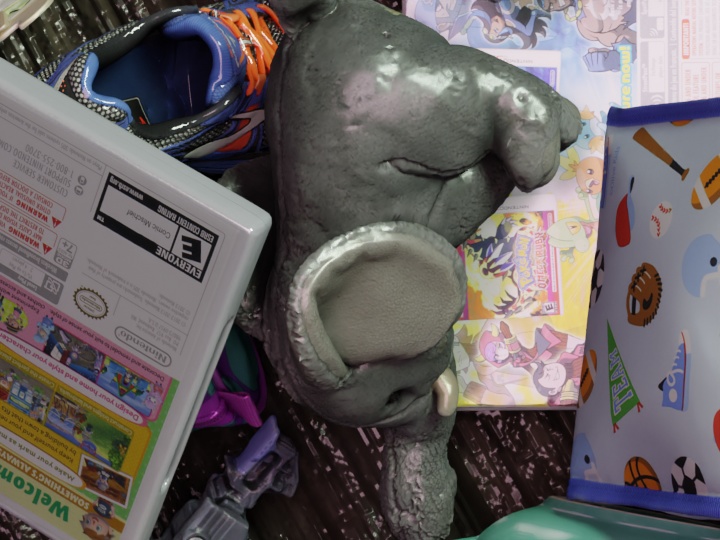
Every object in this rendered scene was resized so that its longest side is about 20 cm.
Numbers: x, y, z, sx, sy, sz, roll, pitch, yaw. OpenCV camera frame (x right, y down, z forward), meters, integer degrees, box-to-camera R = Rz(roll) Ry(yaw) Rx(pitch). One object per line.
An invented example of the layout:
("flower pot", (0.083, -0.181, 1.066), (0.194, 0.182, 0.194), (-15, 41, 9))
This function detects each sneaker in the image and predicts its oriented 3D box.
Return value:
("sneaker", (-0.065, -0.079, 1.110), (0.076, 0.200, 0.078), (56, 139, 4))

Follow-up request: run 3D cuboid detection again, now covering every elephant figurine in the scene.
("elephant figurine", (0.000, 0.000, 1.070), (0.154, 0.142, 0.201), (25, 92, 5))

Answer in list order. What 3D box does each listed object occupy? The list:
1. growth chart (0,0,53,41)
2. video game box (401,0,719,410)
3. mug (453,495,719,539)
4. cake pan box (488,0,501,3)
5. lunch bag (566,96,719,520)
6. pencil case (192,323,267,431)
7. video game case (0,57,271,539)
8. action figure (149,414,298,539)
("growth chart", (-0.198, -0.097, 1.147), (0.199, 0.145, 0.018), (-33, 118, 5))
("video game box", (0.109, -0.038, 1.145), (0.181, 0.047, 0.201), (0, 91, 6))
("mug", (0.097, 0.155, 1.088), (0.184, 0.152, 0.115), (12, 87, -24))
("cake pan box", (0.050, -0.240, 1.044), (0.184, 0.052, 0.200), (-45, 86, 5))
("lunch bag", (0.181, 0.019, 1.003), (0.123, 0.200, 0.171), (6, 85, -25))
("pencil case", (-0.144, 0.065, 1.158), (0.199, 0.085, 0.093), (-24, 44, 8))
("video game case", (-0.149, 0.006, 1.067), (0.199, 0.022, 0.183), (30, 121, 12))
("action figure", (-0.065, 0.172, 1.139), (0.193, 0.105, 0.201), (28, 108, -11))
